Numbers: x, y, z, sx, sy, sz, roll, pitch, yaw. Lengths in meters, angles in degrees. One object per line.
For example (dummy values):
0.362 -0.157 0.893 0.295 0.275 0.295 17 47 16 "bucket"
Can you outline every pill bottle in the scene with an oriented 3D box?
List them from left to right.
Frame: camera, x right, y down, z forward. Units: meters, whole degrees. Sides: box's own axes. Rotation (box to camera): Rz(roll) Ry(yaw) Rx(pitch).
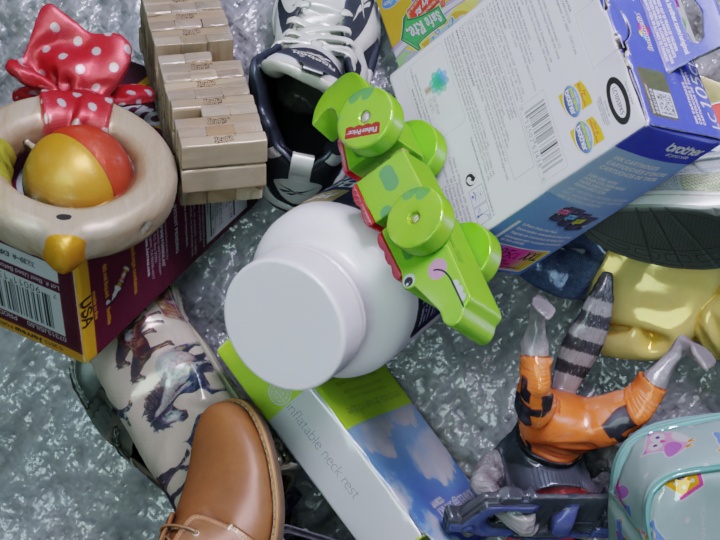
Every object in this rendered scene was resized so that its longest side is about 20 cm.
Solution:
0.000 0.000 0.972 0.111 0.200 0.112 10 113 25 "pill bottle"

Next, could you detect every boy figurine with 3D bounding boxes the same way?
0.190 0.001 1.004 0.199 0.064 0.125 22 99 13 "boy figurine"

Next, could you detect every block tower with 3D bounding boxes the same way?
-0.106 -0.120 1.005 0.058 0.200 0.054 -5 131 -12 "block tower"

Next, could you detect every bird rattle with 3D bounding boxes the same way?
-0.184 -0.065 0.934 0.163 0.200 0.113 36 128 19 "bird rattle"

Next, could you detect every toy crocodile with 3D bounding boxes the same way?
0.025 -0.039 0.891 0.062 0.067 0.201 -36 57 18 "toy crocodile"

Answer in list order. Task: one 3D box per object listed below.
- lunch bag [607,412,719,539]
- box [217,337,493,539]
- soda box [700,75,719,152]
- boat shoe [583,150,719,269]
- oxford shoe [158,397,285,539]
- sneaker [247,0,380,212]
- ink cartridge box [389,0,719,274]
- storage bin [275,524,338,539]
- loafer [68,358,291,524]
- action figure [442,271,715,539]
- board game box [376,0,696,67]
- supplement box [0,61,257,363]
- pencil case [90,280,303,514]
0.235 0.183 0.943 0.160 0.077 0.201 -10 114 -9 "lunch bag"
0.003 0.111 1.020 0.048 0.122 0.200 -41 79 19 "box"
0.262 -0.070 0.986 0.199 0.068 0.064 22 94 14 "soda box"
0.228 -0.048 0.929 0.201 0.074 0.065 -7 55 27 "boat shoe"
-0.093 0.163 0.906 0.071 0.071 0.201 -19 56 38 "oxford shoe"
-0.028 -0.142 1.015 0.079 0.130 0.200 15 81 -2 "sneaker"
0.121 -0.103 0.907 0.200 0.076 0.137 -36 60 41 "ink cartridge box"
0.013 0.250 0.963 0.094 0.200 0.135 -55 47 8 "storage bin"
-0.131 0.118 1.086 0.200 0.063 0.072 41 98 12 "loafer"
0.150 0.109 0.989 0.199 0.105 0.194 9 125 -21 "action figure"
0.108 -0.159 0.998 0.200 0.034 0.135 -25 81 41 "board game box"
-0.166 -0.044 1.021 0.110 0.200 0.086 21 134 21 "supplement box"
-0.117 0.084 1.033 0.089 0.078 0.200 -36 65 4 "pencil case"
